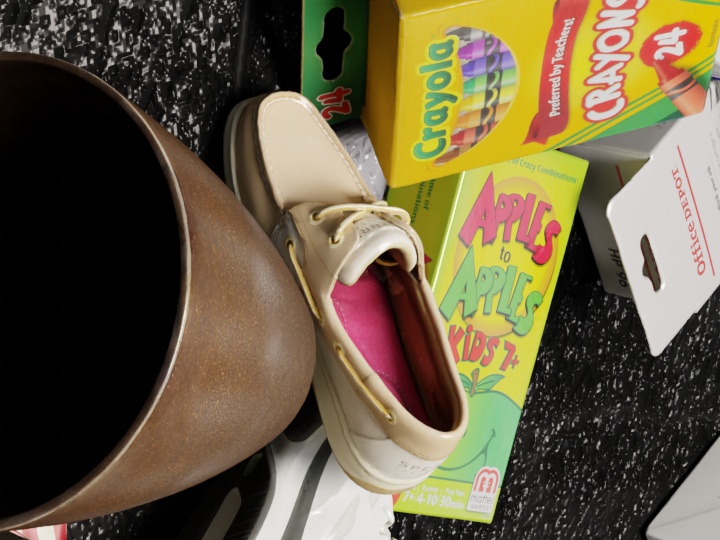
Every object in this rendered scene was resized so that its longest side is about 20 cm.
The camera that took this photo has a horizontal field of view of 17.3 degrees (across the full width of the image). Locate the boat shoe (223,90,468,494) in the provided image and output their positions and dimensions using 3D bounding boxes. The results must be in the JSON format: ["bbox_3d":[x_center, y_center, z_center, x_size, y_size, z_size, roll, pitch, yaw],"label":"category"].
[{"bbox_3d":[0.000,0.000,1.089,0.074,0.069,0.200,-16,77,-36],"label":"boat shoe"}]

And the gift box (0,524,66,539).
[{"bbox_3d":[-0.133,0.199,0.995,0.200,0.187,0.185,40,73,-25],"label":"gift box"}]

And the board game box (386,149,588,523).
[{"bbox_3d":[0.047,0.026,1.230,0.101,0.048,0.201,13,92,-48],"label":"board game box"}]

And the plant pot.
[{"bbox_3d":[-0.105,0.024,0.989,0.200,0.187,0.187,22,86,-63],"label":"plant pot"}]

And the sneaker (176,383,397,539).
[{"bbox_3d":[-0.008,0.110,1.151,0.115,0.076,0.201,47,59,-28],"label":"sneaker"}]

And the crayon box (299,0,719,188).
[{"bbox_3d":[0.072,-0.109,1.112,0.199,0.051,0.127,-14,146,-11],"label":"crayon box"}]

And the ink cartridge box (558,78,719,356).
[{"bbox_3d":[0.180,-0.061,1.326,0.200,0.068,0.116,-47,132,-30],"label":"ink cartridge box"}]

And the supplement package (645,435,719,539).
[{"bbox_3d":[0.302,0.200,1.483,0.152,0.150,0.200,-46,132,-28],"label":"supplement package"}]

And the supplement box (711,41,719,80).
[{"bbox_3d":[0.131,-0.180,1.215,0.200,0.103,0.101,23,86,-47],"label":"supplement box"}]
